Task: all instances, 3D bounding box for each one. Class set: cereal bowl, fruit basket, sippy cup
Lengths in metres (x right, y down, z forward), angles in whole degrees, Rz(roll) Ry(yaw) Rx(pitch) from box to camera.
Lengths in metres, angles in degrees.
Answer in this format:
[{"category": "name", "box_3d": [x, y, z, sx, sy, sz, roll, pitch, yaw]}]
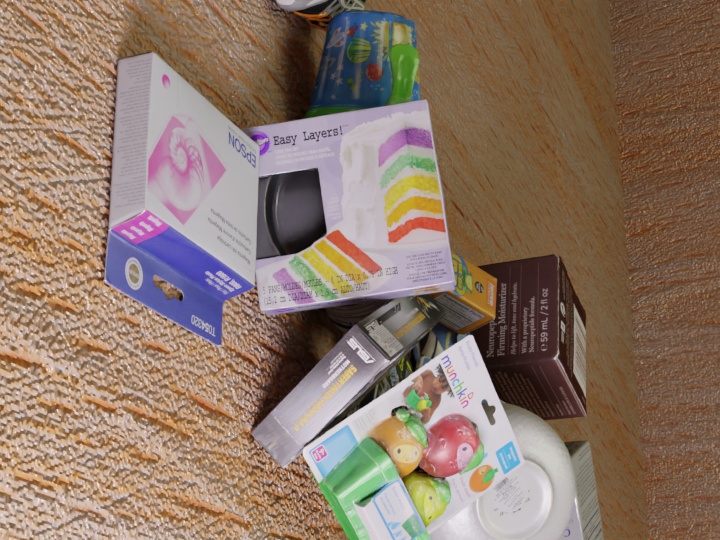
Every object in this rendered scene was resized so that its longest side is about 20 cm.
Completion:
[{"category": "cereal bowl", "box_3d": [0.159, 0.254, 1.400, 0.083, 0.200, 0.201, -167, -116, -72]}, {"category": "fruit basket", "box_3d": [0.061, 0.186, 1.196, 0.094, 0.200, 0.185, 46, -17, 56]}, {"category": "sippy cup", "box_3d": [0.009, -0.216, 1.368, 0.140, 0.178, 0.131, 4, 91, -57]}]

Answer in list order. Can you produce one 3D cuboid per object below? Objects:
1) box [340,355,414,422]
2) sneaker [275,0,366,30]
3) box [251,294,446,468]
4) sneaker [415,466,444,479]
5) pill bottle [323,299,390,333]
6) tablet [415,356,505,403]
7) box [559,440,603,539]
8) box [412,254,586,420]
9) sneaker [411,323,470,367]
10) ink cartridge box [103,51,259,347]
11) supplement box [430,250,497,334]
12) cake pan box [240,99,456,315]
[{"category": "box", "box_3d": [0.035, 0.182, 1.448, 0.160, 0.044, 0.200, -78, 152, -43]}, {"category": "sneaker", "box_3d": [-0.039, -0.308, 1.404, 0.200, 0.078, 0.077, -32, 132, -60]}, {"category": "box", "box_3d": [-0.007, 0.099, 1.218, 0.048, 0.158, 0.200, 45, 21, 7]}, {"category": "sneaker", "box_3d": [0.060, 0.208, 1.302, 0.084, 0.200, 0.077, 166, -78, -71]}, {"category": "pill bottle", "box_3d": [0.000, 0.000, 1.328, 0.200, 0.111, 0.111, 61, 29, -43]}, {"category": "tablet", "box_3d": [0.142, 0.195, 1.481, 0.200, 0.014, 0.130, 31, 43, -17]}, {"category": "box", "box_3d": [0.331, 0.400, 2.052, 0.184, 0.105, 0.200, -7, 88, -69]}, {"category": "box", "box_3d": [0.193, 0.100, 1.670, 0.164, 0.200, 0.166, 56, 33, -49]}, {"category": "sneaker", "box_3d": [0.105, 0.100, 1.554, 0.074, 0.082, 0.200, 75, 2, -74]}, {"category": "ink cartridge box", "box_3d": [-0.147, -0.056, 1.066, 0.196, 0.043, 0.200, 40, 45, -61]}, {"category": "supplement box", "box_3d": [0.074, 0.003, 1.477, 0.200, 0.069, 0.067, 31, 49, -32]}, {"category": "cake pan box", "box_3d": [-0.017, -0.060, 1.194, 0.052, 0.200, 0.185, 58, 25, -80]}]
